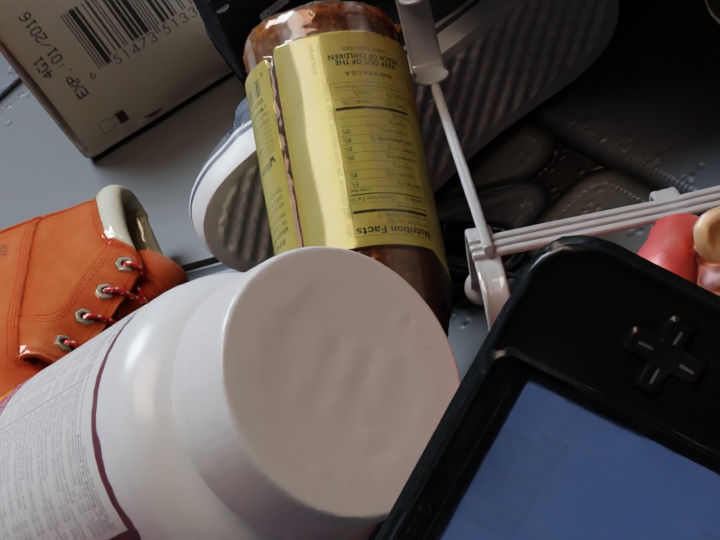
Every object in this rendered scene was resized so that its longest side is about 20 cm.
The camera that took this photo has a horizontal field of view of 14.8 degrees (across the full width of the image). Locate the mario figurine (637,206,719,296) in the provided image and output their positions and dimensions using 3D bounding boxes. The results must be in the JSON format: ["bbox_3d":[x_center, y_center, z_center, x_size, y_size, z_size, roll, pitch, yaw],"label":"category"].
[{"bbox_3d":[0.171,0.016,0.866,0.200,0.124,0.106,-21,4,7],"label":"mario figurine"}]

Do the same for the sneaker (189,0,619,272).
[{"bbox_3d":[0.007,-0.074,1.142,0.200,0.078,0.079,-33,40,-14],"label":"sneaker"}]

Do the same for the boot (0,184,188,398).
[{"bbox_3d":[-0.117,0.036,1.126,0.107,0.075,0.200,-26,36,5],"label":"boot"}]

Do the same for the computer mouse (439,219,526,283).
[{"bbox_3d":[0.066,0.016,1.038,0.059,0.034,0.200,-22,24,-23],"label":"computer mouse"}]

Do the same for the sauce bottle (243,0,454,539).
[{"bbox_3d":[0.000,0.000,1.025,0.066,0.066,0.200,-18,68,23],"label":"sauce bottle"}]

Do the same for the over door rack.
[{"bbox_3d":[0.102,-0.044,1.012,0.148,0.067,0.200,-12,37,0],"label":"over door rack"}]

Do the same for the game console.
[{"bbox_3d":[0.084,0.122,0.771,0.200,0.176,0.116,-62,5,18],"label":"game console"}]

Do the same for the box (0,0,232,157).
[{"bbox_3d":[-0.122,-0.170,1.320,0.128,0.109,0.200,-32,37,5],"label":"box"}]

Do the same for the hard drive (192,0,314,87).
[{"bbox_3d":[-0.009,-0.145,1.155,0.140,0.200,0.038,-37,80,-2],"label":"hard drive"}]

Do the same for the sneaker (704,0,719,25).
[{"bbox_3d":[0.213,-0.073,0.945,0.200,0.060,0.104,12,32,4],"label":"sneaker"}]

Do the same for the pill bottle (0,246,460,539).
[{"bbox_3d":[-0.056,0.064,0.954,0.200,0.110,0.110,-30,28,53],"label":"pill bottle"}]
